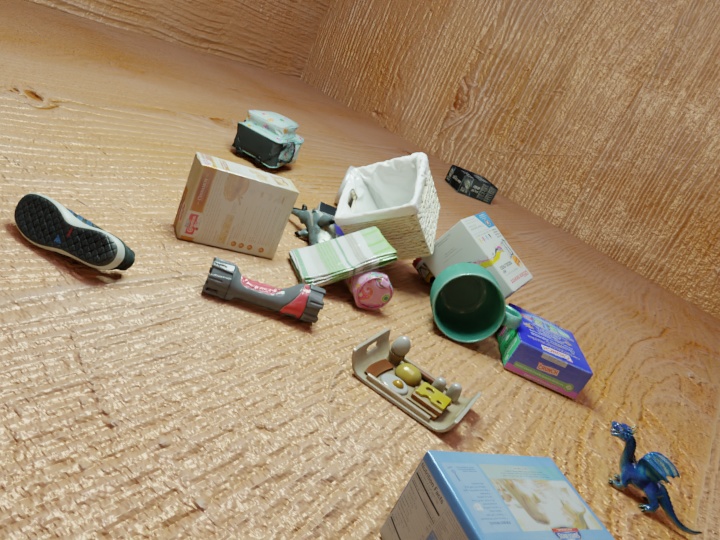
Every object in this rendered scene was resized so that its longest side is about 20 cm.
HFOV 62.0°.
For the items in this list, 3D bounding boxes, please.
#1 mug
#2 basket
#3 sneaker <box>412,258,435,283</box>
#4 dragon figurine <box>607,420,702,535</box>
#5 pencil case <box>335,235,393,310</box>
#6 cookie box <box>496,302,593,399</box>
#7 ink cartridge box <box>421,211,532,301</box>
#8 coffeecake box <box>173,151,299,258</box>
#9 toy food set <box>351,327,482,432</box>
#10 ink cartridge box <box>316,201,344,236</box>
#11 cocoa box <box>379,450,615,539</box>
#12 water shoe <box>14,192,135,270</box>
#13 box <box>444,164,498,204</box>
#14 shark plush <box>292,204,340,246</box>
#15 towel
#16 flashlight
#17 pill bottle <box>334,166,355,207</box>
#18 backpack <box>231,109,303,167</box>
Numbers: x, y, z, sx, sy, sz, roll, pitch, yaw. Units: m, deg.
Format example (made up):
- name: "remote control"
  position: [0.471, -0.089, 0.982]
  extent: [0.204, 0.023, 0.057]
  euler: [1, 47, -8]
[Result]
- name: "mug"
  position: [0.233, 0.073, 1.280]
  extent: [0.185, 0.152, 0.115]
  euler: [51, 12, -14]
- name: "basket"
  position: [0.073, -0.139, 1.391]
  extent: [0.199, 0.161, 0.199]
  euler: [-9, 42, 24]
- name: "sneaker"
  position: [0.222, 0.013, 1.524]
  extent: [0.199, 0.078, 0.082]
  euler: [7, 42, -33]
- name: "dragon figurine"
  position: [0.479, 0.337, 0.983]
  extent: [0.059, 0.100, 0.200]
  euler: [1, 32, -47]
- name: "pencil case"
  position: [0.000, 0.000, 1.260]
  extent: [0.087, 0.088, 0.200]
  euler: [15, 24, -26]
- name: "cookie box"
  position: [0.394, 0.171, 1.316]
  extent: [0.170, 0.076, 0.200]
  euler: [25, 20, -2]
- name: "ink cartridge box"
  position: [0.274, -0.008, 1.408]
  extent: [0.201, 0.145, 0.147]
  euler: [55, 35, 10]
- name: "coffeecake box"
  position: [-0.244, -0.124, 1.176]
  extent: [0.199, 0.154, 0.073]
  euler: [13, 23, -31]
- name: "toy food set"
  position: [0.095, 0.173, 0.990]
  extent: [0.199, 0.061, 0.143]
  euler: [32, 21, 18]
- name: "ink cartridge box"
  position: [-0.026, -0.096, 1.522]
  extent: [0.197, 0.044, 0.200]
  euler: [22, 23, -10]
- name: "cocoa box"
  position: [0.149, 0.294, 0.660]
  extent: [0.199, 0.132, 0.134]
  euler: [13, 24, -30]
- name: "water shoe"
  position: [-0.442, -0.050, 0.925]
  extent: [0.199, 0.072, 0.079]
  euler: [29, -7, 12]
- name: "box"
  position: [0.526, -0.410, 2.846]
  extent: [0.199, 0.087, 0.164]
  euler: [17, 23, -23]
- name: "shark plush"
  position: [-0.120, -0.107, 1.394]
  extent: [0.200, 0.083, 0.091]
  euler: [45, -11, 30]
- name: "towel"
  position: [-0.039, -0.034, 1.225]
  extent: [0.199, 0.031, 0.149]
  euler: [-19, 34, -10]
- name: "flashlight"
  position: [-0.161, 0.031, 1.024]
  extent: [0.199, 0.068, 0.068]
  euler: [21, 22, -14]
- name: "pill bottle"
  position: [0.035, -0.212, 1.762]
  extent: [0.199, 0.120, 0.120]
  euler: [25, 21, -3]
- name: "backpack"
  position: [-0.269, -0.398, 1.819]
  extent: [0.175, 0.154, 0.200]
  euler: [25, 13, 15]
